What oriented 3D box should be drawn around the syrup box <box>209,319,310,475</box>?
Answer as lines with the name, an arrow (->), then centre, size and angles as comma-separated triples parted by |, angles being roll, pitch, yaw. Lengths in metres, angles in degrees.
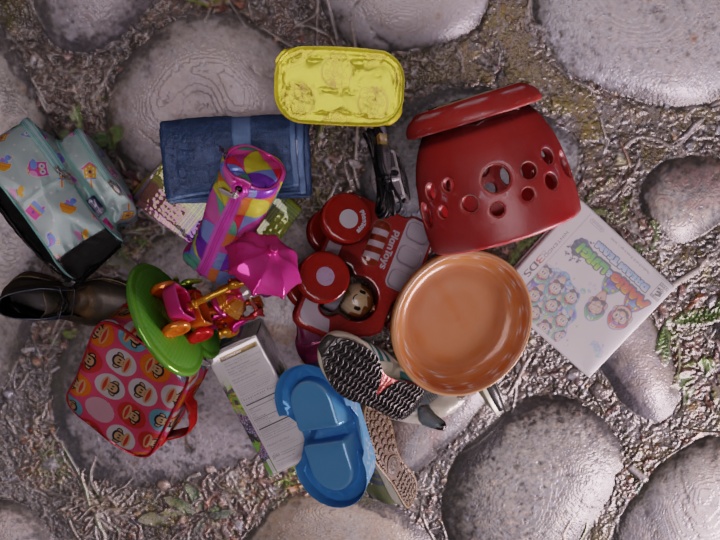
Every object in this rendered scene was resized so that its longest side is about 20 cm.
syrup box -> -0.136, 0.180, 1.098 | 0.081, 0.079, 0.201 | -25, 103, 4

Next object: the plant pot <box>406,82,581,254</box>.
plant pot -> 0.163, -0.133, 0.980 | 0.199, 0.200, 0.183 | -16, 101, 1

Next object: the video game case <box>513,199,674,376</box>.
video game case -> 0.324, 0.028, 1.115 | 0.200, 0.024, 0.182 | 40, 98, -11

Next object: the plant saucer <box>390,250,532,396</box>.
plant saucer -> 0.132, 0.068, 1.022 | 0.199, 0.037, 0.201 | -4, 104, -14

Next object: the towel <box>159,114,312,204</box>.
towel -> -0.165, -0.148, 1.014 | 0.199, 0.049, 0.112 | -3, 103, -3

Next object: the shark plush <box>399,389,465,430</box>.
shark plush -> 0.056, 0.178, 1.135 | 0.199, 0.091, 0.084 | 9, 83, 16

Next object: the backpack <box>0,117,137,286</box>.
backpack -> -0.383, -0.098, 0.975 | 0.153, 0.176, 0.200 | -45, 101, -10

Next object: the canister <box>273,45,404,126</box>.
canister -> -0.027, -0.226, 0.947 | 0.148, 0.200, 0.087 | 2, 103, -3

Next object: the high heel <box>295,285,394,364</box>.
high heel -> 0.004, 0.081, 1.100 | 0.199, 0.067, 0.096 | -15, 129, -10

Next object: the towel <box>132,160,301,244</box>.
towel -> -0.197, -0.095, 1.061 | 0.200, 0.023, 0.144 | 38, 98, -11

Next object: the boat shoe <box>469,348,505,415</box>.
boat shoe -> 0.173, 0.113, 1.102 | 0.066, 0.075, 0.200 | -29, 98, -3

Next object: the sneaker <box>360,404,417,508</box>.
sneaker -> 0.009, 0.267, 1.113 | 0.089, 0.067, 0.201 | -3, 124, 33

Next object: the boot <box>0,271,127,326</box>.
boot -> -0.392, 0.051, 1.046 | 0.199, 0.097, 0.075 | 6, 103, -4

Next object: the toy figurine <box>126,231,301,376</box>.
toy figurine -> -0.153, 0.029, 0.947 | 0.183, 0.200, 0.151 | -25, 69, 11

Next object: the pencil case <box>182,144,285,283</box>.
pencil case -> -0.164, -0.069, 0.972 | 0.088, 0.089, 0.200 | 24, 134, -8

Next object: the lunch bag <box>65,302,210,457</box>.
lunch bag -> -0.297, 0.159, 1.051 | 0.176, 0.082, 0.200 | 35, 120, 1

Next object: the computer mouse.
computer mouse -> 0.032, -0.116, 0.979 | 0.044, 0.200, 0.110 | -14, 89, 8

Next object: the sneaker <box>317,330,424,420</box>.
sneaker -> -0.001, 0.126, 1.011 | 0.070, 0.093, 0.200 | -51, 131, 2

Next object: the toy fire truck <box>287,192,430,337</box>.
toy fire truck -> 0.000, 0.000, 1.023 | 0.167, 0.112, 0.201 | 23, 76, -11

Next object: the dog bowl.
dog bowl -> -0.043, 0.216, 1.035 | 0.111, 0.050, 0.201 | -15, 94, 29
